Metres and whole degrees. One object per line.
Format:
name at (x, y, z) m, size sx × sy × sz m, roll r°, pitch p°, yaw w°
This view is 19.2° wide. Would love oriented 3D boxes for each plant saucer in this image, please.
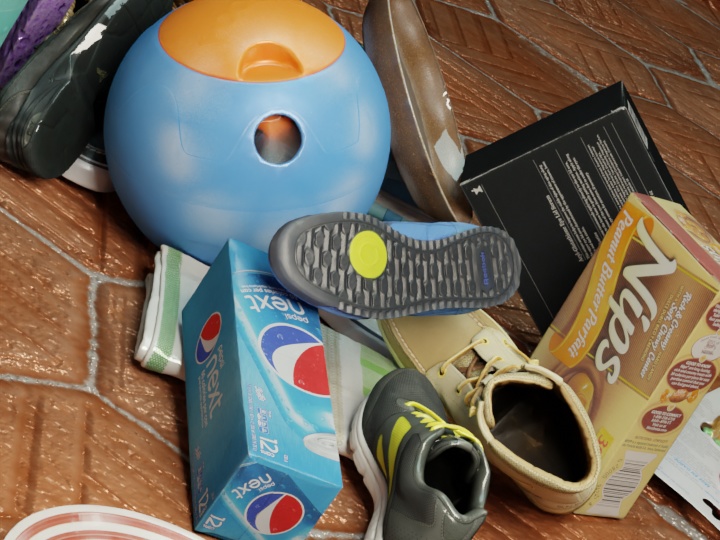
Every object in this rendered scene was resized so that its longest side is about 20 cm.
plant saucer at (0.040, -0.123, 1.594) m, size 0.200 × 0.032 × 0.201 m, roll -15°, pitch 90°, yaw -79°

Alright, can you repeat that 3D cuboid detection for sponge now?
sponge at (-0.277, -0.232, 1.653) m, size 0.030 × 0.112 × 0.200 m, roll 17°, pitch 25°, yaw -37°

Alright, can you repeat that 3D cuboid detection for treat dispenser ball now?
treat dispenser ball at (-0.079, -0.095, 1.482) m, size 0.200 × 0.201 × 0.201 m, roll 26°, pitch 21°, yaw -11°

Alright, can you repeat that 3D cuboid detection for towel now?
towel at (-0.056, 0.066, 1.402) m, size 0.200 × 0.031 × 0.149 m, roll 28°, pitch 23°, yaw -14°

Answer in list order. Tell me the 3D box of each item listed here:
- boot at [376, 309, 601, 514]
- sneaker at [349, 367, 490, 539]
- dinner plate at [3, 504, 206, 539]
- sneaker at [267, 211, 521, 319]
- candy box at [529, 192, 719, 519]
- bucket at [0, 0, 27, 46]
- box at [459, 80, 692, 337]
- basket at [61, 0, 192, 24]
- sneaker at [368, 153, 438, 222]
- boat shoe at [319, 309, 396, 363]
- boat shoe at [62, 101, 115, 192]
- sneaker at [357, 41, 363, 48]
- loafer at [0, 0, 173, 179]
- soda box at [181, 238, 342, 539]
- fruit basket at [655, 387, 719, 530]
boot at (0.083, 0.073, 1.395) m, size 0.200 × 0.073 × 0.155 m, roll 51°, pitch -3°, yaw 10°
sneaker at (0.046, 0.120, 1.298) m, size 0.074 × 0.085 × 0.200 m, roll 24°, pitch 31°, yaw -20°
dinner plate at (-0.095, 0.189, 1.064) m, size 0.200 × 0.024 × 0.200 m, roll 26°, pitch 22°, yaw -11°
sneaker at (0.009, 0.000, 1.354) m, size 0.200 × 0.066 × 0.078 m, roll 2°, pitch -5°, yaw -42°
candy box at (0.187, 0.061, 1.488) m, size 0.055 × 0.200 × 0.115 m, roll 12°, pitch 28°, yaw -39°
bucket at (-0.331, -0.208, 1.490) m, size 0.207 × 0.135 × 0.207 m, roll 27°, pitch 20°, yaw -11°
box at (0.184, -0.023, 1.641) m, size 0.200 × 0.141 × 0.079 m, roll 61°, pitch 14°, yaw -16°
basket at (-0.166, -0.245, 1.787) m, size 0.200 × 0.143 × 0.149 m, roll 16°, pitch 24°, yaw -33°
sneaker at (0.049, -0.070, 1.697) m, size 0.200 × 0.080 × 0.131 m, roll 31°, pitch 59°, yaw 1°
boat shoe at (0.000, 0.000, 1.557) m, size 0.200 × 0.070 × 0.071 m, roll 43°, pitch 24°, yaw 31°
boat shoe at (-0.195, -0.125, 1.579) m, size 0.072 × 0.068 × 0.200 m, roll 25°, pitch 22°, yaw -14°
sneaker at (-0.072, -0.127, 1.653) m, size 0.200 × 0.076 × 0.079 m, roll -23°, pitch 53°, yaw -20°
loafer at (-0.204, -0.152, 1.514) m, size 0.072 × 0.073 × 0.200 m, roll 14°, pitch 50°, yaw 28°
soda box at (-0.061, 0.074, 1.267) m, size 0.064 × 0.068 × 0.200 m, roll 21°, pitch 32°, yaw -23°
fruit basket at (0.309, 0.165, 1.611) m, size 0.185 × 0.094 × 0.200 m, roll 40°, pitch 38°, yaw 25°
